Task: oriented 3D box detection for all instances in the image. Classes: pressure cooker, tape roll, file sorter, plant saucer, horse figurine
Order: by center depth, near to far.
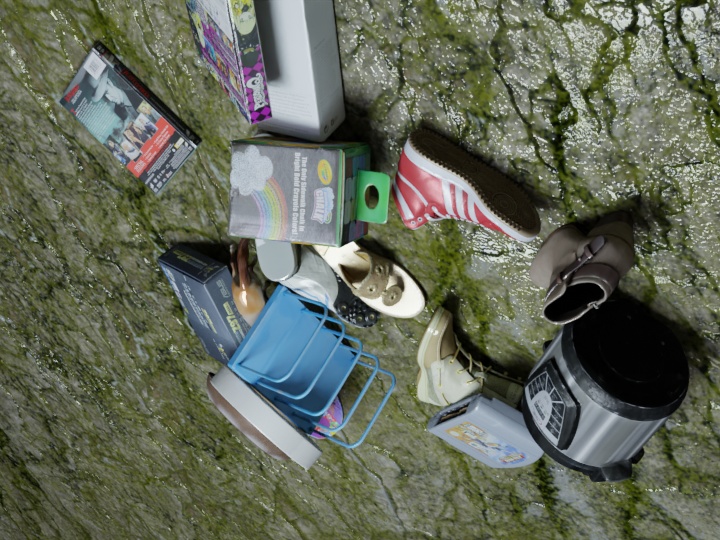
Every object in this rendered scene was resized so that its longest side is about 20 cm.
[{"bbox_3d":[0.301,0.159,1.448,0.177,0.177,0.201,29,139,3],"label":"pressure cooker"},{"bbox_3d":[-0.062,0.143,1.647,0.122,0.140,0.200,13,155,47],"label":"file sorter"},{"bbox_3d":[-0.153,0.043,1.684,0.049,0.133,0.201,-15,131,4],"label":"horse figurine"},{"bbox_3d":[-0.139,0.217,1.703,0.202,0.037,0.203,41,174,5],"label":"tape roll"},{"bbox_3d":[-0.180,0.241,1.848,0.200,0.032,0.200,43,176,3],"label":"plant saucer"}]

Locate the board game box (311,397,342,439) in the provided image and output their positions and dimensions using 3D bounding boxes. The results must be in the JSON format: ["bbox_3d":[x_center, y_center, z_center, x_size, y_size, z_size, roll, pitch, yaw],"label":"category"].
[{"bbox_3d":[-0.125,0.220,1.894,0.198,0.039,0.159,23,137,16],"label":"board game box"}]

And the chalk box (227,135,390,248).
[{"bbox_3d":[-0.055,-0.101,1.456,0.197,0.124,0.126,7,101,15],"label":"chalk box"}]

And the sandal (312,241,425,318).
[{"bbox_3d":[-0.004,0.004,1.580,0.211,0.070,0.078,43,115,-5],"label":"sandal"}]

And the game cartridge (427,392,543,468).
[{"bbox_3d":[0.184,0.230,1.611,0.132,0.042,0.200,33,157,-5],"label":"game cartridge"}]

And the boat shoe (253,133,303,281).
[{"bbox_3d":[-0.119,-0.088,1.577,0.070,0.064,0.203,-4,97,17],"label":"boat shoe"}]

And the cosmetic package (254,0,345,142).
[{"bbox_3d":[-0.084,-0.266,1.406,0.101,0.074,0.202,15,132,23],"label":"cosmetic package"}]

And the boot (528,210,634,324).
[{"bbox_3d":[0.249,0.009,1.368,0.070,0.147,0.200,39,139,-7],"label":"boot"}]

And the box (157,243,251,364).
[{"bbox_3d":[-0.223,0.066,1.775,0.157,0.051,0.202,22,143,50],"label":"box"}]

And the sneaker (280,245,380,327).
[{"bbox_3d":[-0.056,0.015,1.654,0.199,0.072,0.072,34,170,-5],"label":"sneaker"}]

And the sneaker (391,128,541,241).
[{"bbox_3d":[0.126,-0.079,1.431,0.199,0.071,0.113,38,135,11],"label":"sneaker"}]

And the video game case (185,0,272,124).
[{"bbox_3d":[-0.167,-0.301,1.374,0.200,0.035,0.183,-128,24,-47],"label":"video game case"}]

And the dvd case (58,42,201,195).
[{"bbox_3d":[-0.336,-0.216,1.660,0.200,0.022,0.146,43,138,-8],"label":"dvd case"}]

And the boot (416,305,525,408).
[{"bbox_3d":[0.157,0.141,1.607,0.153,0.072,0.201,21,143,18],"label":"boot"}]
